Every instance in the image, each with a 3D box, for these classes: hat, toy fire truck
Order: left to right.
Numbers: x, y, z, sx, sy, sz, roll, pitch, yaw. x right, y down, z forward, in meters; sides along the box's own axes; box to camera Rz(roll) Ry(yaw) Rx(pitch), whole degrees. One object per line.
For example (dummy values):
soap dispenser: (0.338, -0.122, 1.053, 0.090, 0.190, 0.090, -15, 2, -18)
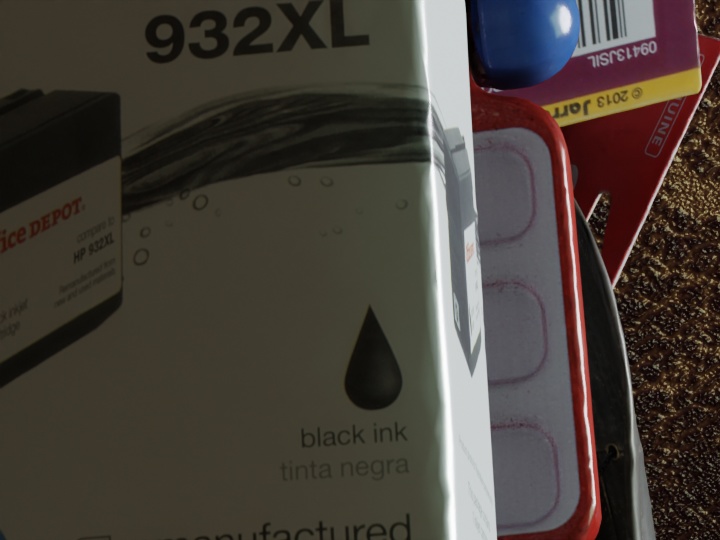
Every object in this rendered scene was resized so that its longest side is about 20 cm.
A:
toy fire truck: (-0.024, -0.017, 0.697, 0.112, 0.167, 0.201, 63, 23, -71)
hat: (0.035, 0.060, 0.866, 0.201, 0.081, 0.201, 167, -90, -84)

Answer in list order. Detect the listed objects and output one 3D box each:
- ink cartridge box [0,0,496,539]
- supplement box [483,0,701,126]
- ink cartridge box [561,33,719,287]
ink cartridge box: (-0.048, 0.003, 0.587, 0.084, 0.145, 0.201, 61, 25, -71)
supplement box: (0.018, -0.118, 0.966, 0.200, 0.130, 0.104, -144, -138, -63)
ink cartridge box: (0.043, -0.022, 1.069, 0.201, 0.045, 0.176, -65, -154, 2)
